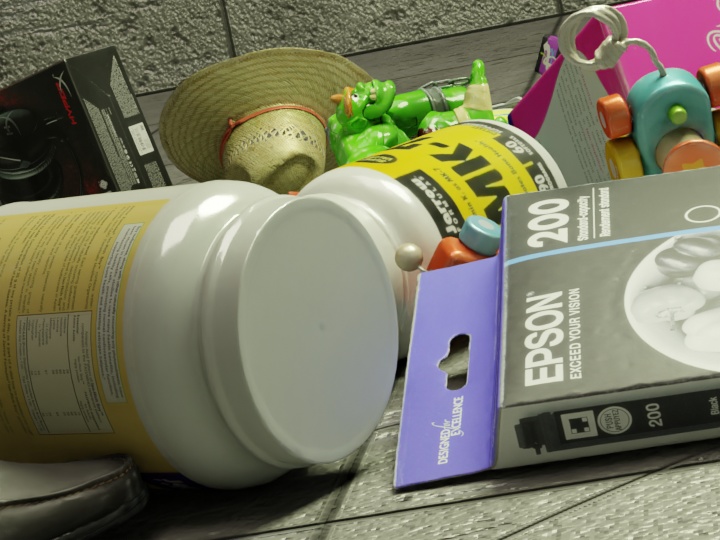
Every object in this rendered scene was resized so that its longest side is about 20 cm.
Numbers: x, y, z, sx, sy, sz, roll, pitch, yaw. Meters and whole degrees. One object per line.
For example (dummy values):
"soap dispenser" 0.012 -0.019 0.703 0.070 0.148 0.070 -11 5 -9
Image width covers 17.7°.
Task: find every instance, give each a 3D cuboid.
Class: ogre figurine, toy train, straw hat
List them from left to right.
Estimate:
"straw hat" -0.073 -0.095 1.971 0.201 0.201 0.085 -11 53 6
"ogre figurine" 0.040 -0.086 1.614 0.120 0.098 0.200 -10 41 -3
"toy train" 0.117 -0.030 1.205 0.150 0.200 0.056 19 24 -24

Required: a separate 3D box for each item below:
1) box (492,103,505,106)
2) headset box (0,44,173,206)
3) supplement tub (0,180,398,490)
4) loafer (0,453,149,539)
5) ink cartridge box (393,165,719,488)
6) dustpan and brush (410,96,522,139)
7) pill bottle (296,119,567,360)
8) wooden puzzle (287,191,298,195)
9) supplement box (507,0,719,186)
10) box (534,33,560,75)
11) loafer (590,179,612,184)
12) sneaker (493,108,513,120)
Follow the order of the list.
"box" 0.117 -0.116 2.040 0.144 0.036 0.200 -16 10 -25
"headset box" -0.250 -0.063 1.743 0.200 0.149 0.077 -20 4 28
"supplement tub" -0.097 0.033 1.109 0.200 0.146 0.145 -4 12 36
"loafer" -0.196 0.103 1.038 0.199 0.072 0.073 -11 9 -3
"ink cartridge box" 0.113 0.019 1.089 0.199 0.043 0.198 -10 28 10
"dustpan and brush" 0.032 -0.086 1.815 0.139 0.057 0.200 -14 -26 -26
"pill bottle" 0.026 -0.013 1.321 0.114 0.115 0.200 -4 13 37
"wooden puzzle" -0.050 -0.029 1.730 0.200 0.037 0.185 -3 13 40
"supplement box" 0.178 -0.095 1.466 0.103 0.101 0.200 -14 -11 -15
"box" 0.231 -0.127 1.715 0.143 0.036 0.200 10 13 -21
"loafer" 0.202 -0.023 1.357 0.200 0.068 0.070 -11 43 -44
"sneaker" 0.156 -0.090 1.723 0.200 0.076 0.105 -18 12 -36
